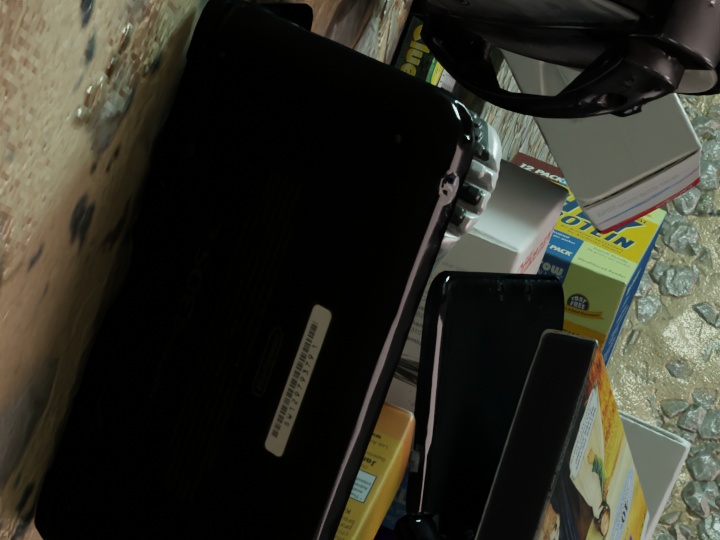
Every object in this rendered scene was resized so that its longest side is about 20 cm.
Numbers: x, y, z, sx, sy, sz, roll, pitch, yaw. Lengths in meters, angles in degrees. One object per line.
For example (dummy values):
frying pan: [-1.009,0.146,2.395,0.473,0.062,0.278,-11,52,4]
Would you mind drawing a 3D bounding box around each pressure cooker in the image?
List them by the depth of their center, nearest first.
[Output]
pressure cooker: [0.106,-0.160,0.820,0.176,0.178,0.201,40,71,-83]

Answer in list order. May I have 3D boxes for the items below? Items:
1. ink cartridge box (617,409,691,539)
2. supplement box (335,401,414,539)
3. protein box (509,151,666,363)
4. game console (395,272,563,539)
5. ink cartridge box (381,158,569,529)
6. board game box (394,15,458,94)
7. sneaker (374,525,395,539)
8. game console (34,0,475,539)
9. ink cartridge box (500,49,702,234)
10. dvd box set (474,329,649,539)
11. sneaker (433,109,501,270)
ink cartridge box: [0.122,0.186,1.176,0.201,0.084,0.146,-64,171,-9]
supplement box: [-0.037,0.159,1.051,0.067,0.069,0.200,97,16,-52]
protein box: [0.133,0.043,1.503,0.199,0.134,0.201,-45,155,-65]
game console: [0.021,0.092,0.923,0.175,0.117,0.200,-29,168,19]
ink cartridge box: [0.046,0.039,1.175,0.146,0.084,0.201,-45,157,-65]
board game box: [0.028,-0.083,1.016,0.105,0.023,0.201,-3,114,-77]
sneaker: [-0.022,0.190,1.183,0.100,0.069,0.201,91,23,-58]
game console: [-0.028,0.015,0.675,0.116,0.176,0.201,6,107,-50]
ink cartridge box: [0.151,-0.109,1.218,0.085,0.148,0.200,-27,174,6]
dvd box set: [0.096,0.139,0.910,0.200,0.029,0.147,65,41,-56]
sneaker: [0.000,0.000,0.925,0.200,0.075,0.081,-54,173,-26]
